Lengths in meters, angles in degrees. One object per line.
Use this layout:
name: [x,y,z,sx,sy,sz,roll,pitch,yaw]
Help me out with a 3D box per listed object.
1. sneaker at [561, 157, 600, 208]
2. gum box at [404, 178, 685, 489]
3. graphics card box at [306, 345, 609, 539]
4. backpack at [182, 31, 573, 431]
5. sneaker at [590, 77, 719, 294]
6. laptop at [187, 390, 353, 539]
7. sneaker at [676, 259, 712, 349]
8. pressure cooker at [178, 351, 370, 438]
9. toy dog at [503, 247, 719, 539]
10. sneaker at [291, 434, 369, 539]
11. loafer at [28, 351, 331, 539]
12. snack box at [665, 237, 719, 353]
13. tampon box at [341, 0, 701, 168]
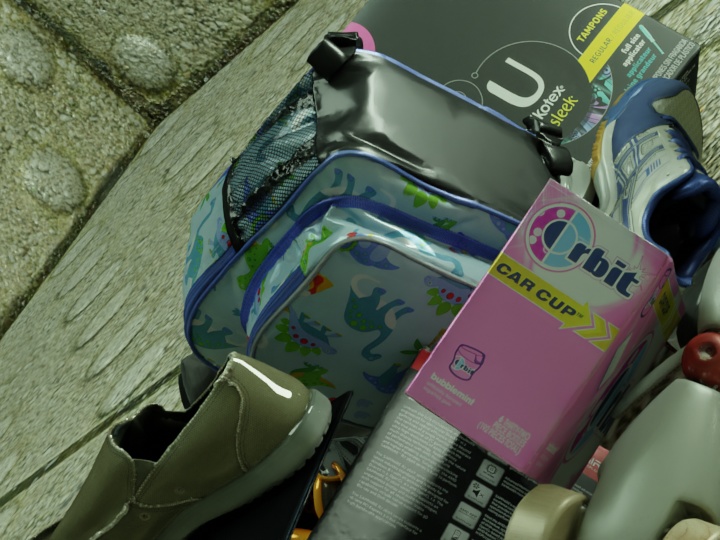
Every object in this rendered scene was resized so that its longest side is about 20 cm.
sneaker: [0.090,0.030,1.381,0.200,0.080,0.076,-49,42,2]
gum box: [0.093,0.038,1.093,0.114,0.066,0.200,-56,-13,-2]
graphics card box: [0.038,0.146,1.164,0.200,0.125,0.051,-58,-4,-39]
backpack: [0.000,0.000,1.281,0.200,0.183,0.147,-42,37,41]
sneaker: [0.177,-0.040,1.320,0.088,0.075,0.200,-26,33,41]
laptop: [-0.066,0.192,1.178,0.116,0.200,0.187,1,31,16]
sneaker: [0.243,-0.023,1.162,0.200,0.076,0.091,-58,19,-3]
pressure cooker: [-0.013,0.054,1.519,0.200,0.176,0.179,-35,25,49]
toy dog: [0.153,0.089,1.050,0.200,0.096,0.132,-42,52,-10]
sneaker: [0.012,0.125,1.304,0.200,0.078,0.077,-12,-5,29]
loafer: [-0.106,0.102,1.181,0.200,0.070,0.075,-36,17,22]
snack box: [0.184,0.003,1.360,0.072,0.024,0.200,-47,12,2]
tampon box: [0.097,-0.110,1.516,0.150,0.200,0.126,-53,-19,-19]
